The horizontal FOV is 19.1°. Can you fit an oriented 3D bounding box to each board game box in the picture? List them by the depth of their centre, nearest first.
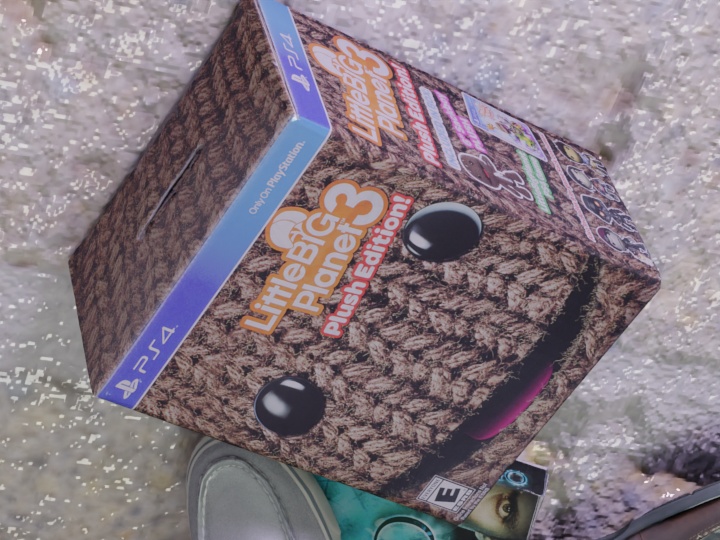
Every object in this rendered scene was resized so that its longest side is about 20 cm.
[{"bbox_3d":[0.000,0.000,0.942,0.199,0.097,0.160,22,118,-29],"label":"board game box"},{"bbox_3d":[0.008,0.164,1.087,0.135,0.028,0.201,14,125,2],"label":"board game box"}]

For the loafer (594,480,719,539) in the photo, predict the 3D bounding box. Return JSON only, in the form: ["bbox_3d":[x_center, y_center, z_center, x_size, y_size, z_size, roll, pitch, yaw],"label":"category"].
[{"bbox_3d":[0.154,0.160,1.120,0.199,0.063,0.072,-25,166,10],"label":"loafer"}]

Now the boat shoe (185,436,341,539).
[{"bbox_3d":[-0.039,0.173,1.012,0.070,0.072,0.202,-14,96,12],"label":"boat shoe"}]
